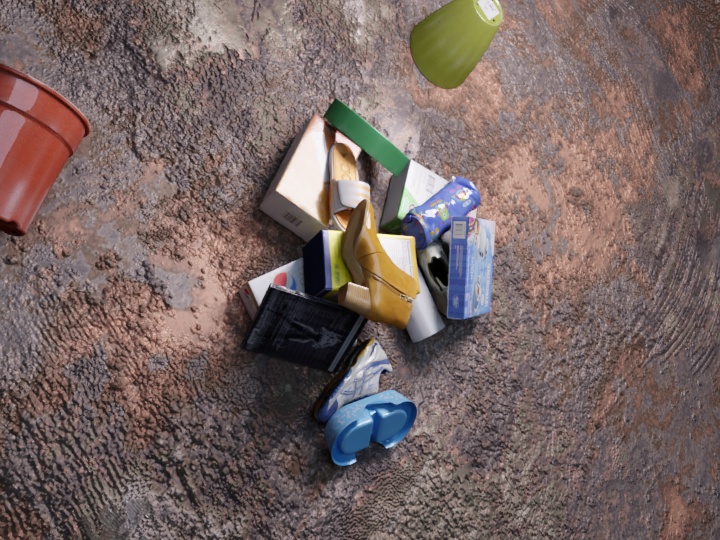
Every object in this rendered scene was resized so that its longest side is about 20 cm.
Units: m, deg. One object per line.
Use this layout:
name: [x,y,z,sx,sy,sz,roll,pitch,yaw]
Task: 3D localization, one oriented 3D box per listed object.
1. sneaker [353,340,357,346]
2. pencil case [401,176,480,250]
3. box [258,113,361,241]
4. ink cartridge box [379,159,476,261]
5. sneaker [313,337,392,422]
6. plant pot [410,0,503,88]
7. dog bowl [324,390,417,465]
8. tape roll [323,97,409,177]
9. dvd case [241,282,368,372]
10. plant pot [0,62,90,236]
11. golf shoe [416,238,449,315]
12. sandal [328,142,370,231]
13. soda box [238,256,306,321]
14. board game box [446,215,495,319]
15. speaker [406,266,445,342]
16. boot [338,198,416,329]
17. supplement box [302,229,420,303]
sneaker: [-0.015,0.090,1.234,0.196,0.073,0.119,-15,91,-31]
pencil case: [0.168,-0.125,1.296,0.199,0.077,0.088,-37,102,-31]
box: [-0.099,-0.185,1.243,0.123,0.097,0.204,32,61,-18]
ink cartridge box: [0.156,-0.128,1.386,0.196,0.084,0.150,26,64,-22]
sneaker: [-0.007,0.225,1.188,0.089,0.075,0.200,48,58,-9]
plant pot: [0.249,-0.583,1.512,0.182,0.199,0.193,10,70,-27]
dog bowl: [0.017,0.291,1.168,0.195,0.049,0.114,-12,126,-32]
tape roll: [0.013,-0.275,1.287,0.198,0.201,0.049,36,99,-17]
dvd case: [-0.100,0.109,1.129,0.195,0.151,0.016,18,31,-21]
plant pot: [-0.541,-0.172,0.930,0.197,0.200,0.201,24,73,-22]
golf shoe: [0.175,0.033,1.320,0.077,0.098,0.203,-27,112,6]
sandal: [-0.021,-0.164,1.178,0.077,0.059,0.213,3,66,-29]
soda box: [-0.129,0.023,1.182,0.197,0.063,0.070,-26,89,-33]
board game box: [0.238,-0.007,1.316,0.198,0.042,0.207,-3,96,-64]
speaker: [0.104,0.045,1.305,0.080,0.081,0.204,-24,89,-33]
boot: [0.038,-0.009,1.085,0.141,0.070,0.207,18,70,-27]
supplement box: [0.000,0.000,1.158,0.194,0.109,0.112,3,72,-25]
